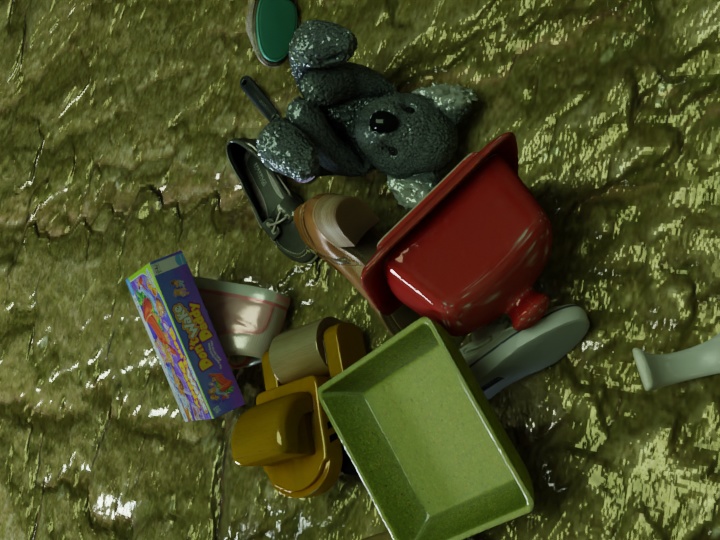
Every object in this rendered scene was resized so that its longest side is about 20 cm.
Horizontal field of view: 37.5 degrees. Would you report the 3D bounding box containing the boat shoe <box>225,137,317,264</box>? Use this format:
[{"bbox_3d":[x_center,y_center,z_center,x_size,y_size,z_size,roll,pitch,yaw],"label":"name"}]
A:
[{"bbox_3d":[-0.115,-0.088,1.330,0.067,0.057,0.200,-46,56,25],"label":"boat shoe"}]

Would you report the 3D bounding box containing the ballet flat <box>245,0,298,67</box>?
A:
[{"bbox_3d":[-0.119,-0.351,1.386,0.067,0.068,0.200,-18,64,58],"label":"ballet flat"}]

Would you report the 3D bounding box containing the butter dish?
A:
[{"bbox_3d":[0.118,-0.004,1.021,0.199,0.200,0.148,-45,74,-4],"label":"butter dish"}]

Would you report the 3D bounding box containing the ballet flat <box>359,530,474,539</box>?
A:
[{"bbox_3d":[0.081,0.300,1.103,0.200,0.069,0.063,10,61,39],"label":"ballet flat"}]

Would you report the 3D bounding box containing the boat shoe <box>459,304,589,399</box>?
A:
[{"bbox_3d":[0.139,0.078,1.079,0.200,0.071,0.070,-39,53,31],"label":"boat shoe"}]

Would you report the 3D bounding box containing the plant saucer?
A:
[{"bbox_3d":[0.069,0.163,1.040,0.200,0.048,0.200,-38,77,45],"label":"plant saucer"}]

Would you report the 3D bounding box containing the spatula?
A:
[{"bbox_3d":[-0.107,-0.188,1.364,0.057,0.021,0.200,-48,54,17],"label":"spatula"}]

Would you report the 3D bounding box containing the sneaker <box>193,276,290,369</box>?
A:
[{"bbox_3d":[-0.182,0.066,1.347,0.200,0.075,0.105,8,83,37],"label":"sneaker"}]

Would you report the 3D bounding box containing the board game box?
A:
[{"bbox_3d":[-0.219,0.085,1.314,0.134,0.045,0.200,-22,91,64],"label":"board game box"}]

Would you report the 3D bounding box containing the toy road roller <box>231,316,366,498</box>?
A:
[{"bbox_3d":[-0.071,0.153,1.191,0.123,0.146,0.200,-22,69,36],"label":"toy road roller"}]

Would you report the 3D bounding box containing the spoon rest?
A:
[{"bbox_3d":[0.342,0.057,0.924,0.200,0.061,0.100,-21,70,22],"label":"spoon rest"}]

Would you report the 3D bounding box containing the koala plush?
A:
[{"bbox_3d":[0.021,-0.159,1.183,0.200,0.184,0.178,16,86,20],"label":"koala plush"}]

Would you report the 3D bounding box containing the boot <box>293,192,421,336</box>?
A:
[{"bbox_3d":[0.000,0.000,1.196,0.077,0.200,0.155,-44,16,-16],"label":"boot"}]
